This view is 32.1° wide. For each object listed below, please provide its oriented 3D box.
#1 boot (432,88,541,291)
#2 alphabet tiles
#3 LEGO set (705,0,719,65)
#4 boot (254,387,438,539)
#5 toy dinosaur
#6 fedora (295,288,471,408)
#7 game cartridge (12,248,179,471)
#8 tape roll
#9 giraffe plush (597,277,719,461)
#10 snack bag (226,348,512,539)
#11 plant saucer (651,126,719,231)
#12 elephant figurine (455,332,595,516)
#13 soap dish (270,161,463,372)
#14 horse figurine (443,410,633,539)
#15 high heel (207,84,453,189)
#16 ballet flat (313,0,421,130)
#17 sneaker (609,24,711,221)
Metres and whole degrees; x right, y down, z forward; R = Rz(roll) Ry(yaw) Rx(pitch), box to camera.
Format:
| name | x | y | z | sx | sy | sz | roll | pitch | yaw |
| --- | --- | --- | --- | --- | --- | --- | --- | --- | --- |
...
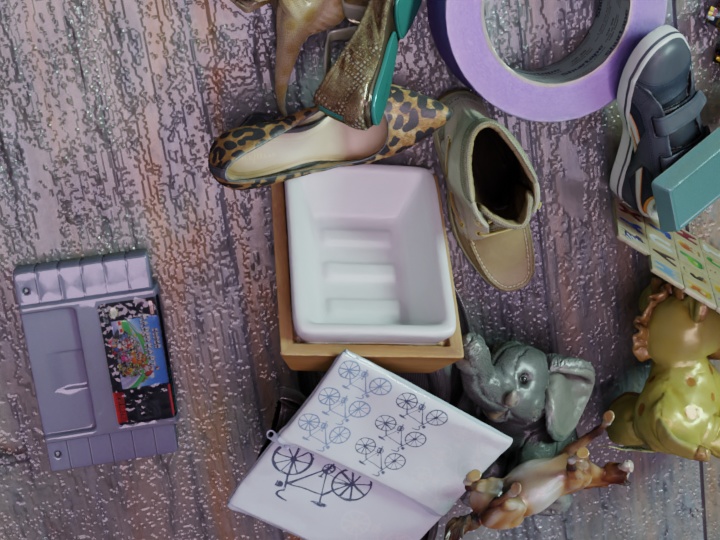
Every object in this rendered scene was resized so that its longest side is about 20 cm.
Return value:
| name | x | y | z | sx | sy | sz | roll | pitch | yaw |
| --- | --- | --- | --- | --- | --- | --- | --- | --- | --- |
| boot | 0.122 | -0.054 | 1.118 | 0.071 | 0.155 | 0.202 | -20 | 109 | -2 |
| alphabet tiles | 0.317 | 0.001 | 1.147 | 0.199 | 0.167 | 0.006 | 31 | 113 | -3 |
| LEGO set | 0.411 | -0.251 | 1.118 | 0.153 | 0.116 | 0.200 | 37 | 99 | -17 |
| boot | -0.012 | 0.186 | 1.144 | 0.172 | 0.069 | 0.202 | 3 | 124 | -8 |
| toy dinosaur | -0.060 | -0.234 | 1.087 | 0.100 | 0.058 | 0.201 | 20 | 103 | -15 |
| fedora | 0.028 | 0.095 | 1.184 | 0.175 | 0.090 | 0.202 | 3 | 107 | -10 |
| game cartridge | -0.243 | 0.085 | 1.173 | 0.128 | 0.038 | 0.202 | -7 | 108 | -2 |
| tape roll | 0.162 | -0.237 | 1.105 | 0.198 | 0.085 | 0.202 | -2 | 107 | -8 |
| giraffe plush | 0.308 | 0.092 | 1.193 | 0.199 | 0.172 | 0.164 | 9 | 86 | -43 |
| snack bag | 0.003 | 0.176 | 1.086 | 0.188 | 0.021 | 0.200 | 29 | 115 | -23 |
| plant saucer | 0.340 | -0.112 | 1.106 | 0.200 | 0.019 | 0.070 | -39 | 139 | -10 |
| elephant figurine | 0.154 | 0.123 | 1.181 | 0.140 | 0.155 | 0.202 | -1 | 112 | 1 |
| soap dish | 0.000 | 0.000 | 1.106 | 0.156 | 0.201 | 0.082 | 1 | 144 | -10 |
| horse figurine | 0.152 | 0.187 | 1.092 | 0.199 | 0.133 | 0.050 | -24 | 65 | -10 |
| high heel | -0.025 | -0.106 | 1.058 | 0.198 | 0.143 | 0.072 | -4 | 112 | 14 |
| ballet flat | 0.008 | -0.207 | 1.062 | 0.065 | 0.201 | 0.071 | 12 | 146 | 13 |
| sneaker | 0.275 | -0.124 | 1.112 | 0.078 | 0.079 | 0.201 | -33 | 145 | -18 |
